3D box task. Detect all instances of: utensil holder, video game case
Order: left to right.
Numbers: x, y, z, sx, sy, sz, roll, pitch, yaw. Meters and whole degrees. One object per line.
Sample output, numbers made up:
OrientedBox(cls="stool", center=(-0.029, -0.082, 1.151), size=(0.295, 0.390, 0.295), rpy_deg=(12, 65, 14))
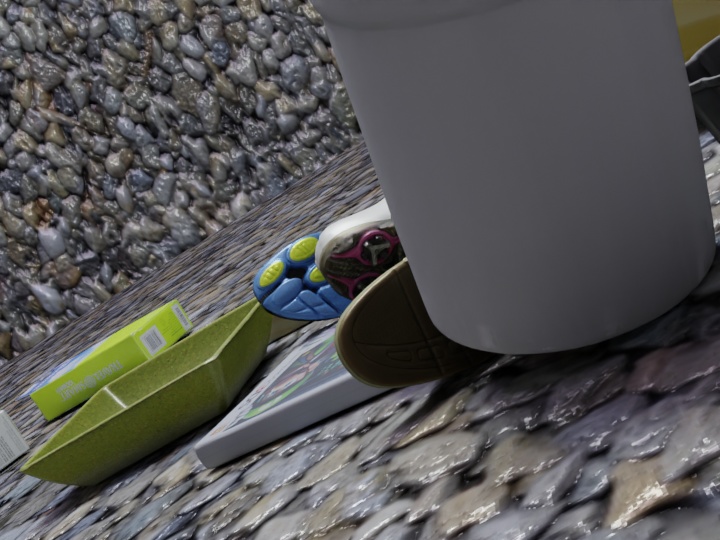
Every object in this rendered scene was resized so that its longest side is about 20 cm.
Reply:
OrientedBox(cls="video game case", center=(0.001, 0.054, 0.994), size=(0.200, 0.023, 0.182), rpy_deg=(-27, 10, 34))
OrientedBox(cls="utensil holder", center=(0.081, -0.082, 0.719), size=(0.170, 0.200, 0.170), rpy_deg=(-16, 26, 8))

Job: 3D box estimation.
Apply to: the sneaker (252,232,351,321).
OrientedBox(cls="sneaker", center=(0.000, 0.000, 1.158), size=(0.200, 0.071, 0.083), rpy_deg=(-22, -12, -36))

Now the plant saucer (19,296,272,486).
OrientedBox(cls="plant saucer", center=(-0.164, 0.107, 1.224), size=(0.200, 0.048, 0.200), rpy_deg=(-31, 8, 17))

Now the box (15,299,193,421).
OrientedBox(cls="box", center=(-0.312, 0.113, 1.764), size=(0.200, 0.048, 0.122), rpy_deg=(-29, 8, 26))

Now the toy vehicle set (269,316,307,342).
OrientedBox(cls="toy vehicle set", center=(-0.012, -0.004, 1.386), size=(0.124, 0.027, 0.200), rpy_deg=(-28, 9, 31))

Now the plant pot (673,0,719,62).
OrientedBox(cls="plant pot", center=(0.280, -0.228, 1.086), size=(0.189, 0.201, 0.201), rpy_deg=(-5, 24, 39))

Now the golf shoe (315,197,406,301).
OrientedBox(cls="golf shoe", center=(0.045, -0.031, 0.930), size=(0.200, 0.092, 0.073), rpy_deg=(-15, -48, -36))

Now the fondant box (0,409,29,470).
OrientedBox(cls="fondant box", center=(-0.487, 0.242, 1.624), size=(0.200, 0.058, 0.144), rpy_deg=(-37, 9, -34))

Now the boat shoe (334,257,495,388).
OrientedBox(cls="boat shoe", center=(0.062, 0.012, 0.852), size=(0.201, 0.073, 0.063), rpy_deg=(-34, 0, -29))

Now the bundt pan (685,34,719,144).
OrientedBox(cls="bundt pan", center=(0.277, -0.124, 0.808), size=(0.202, 0.076, 0.202), rpy_deg=(-32, 9, 5))
